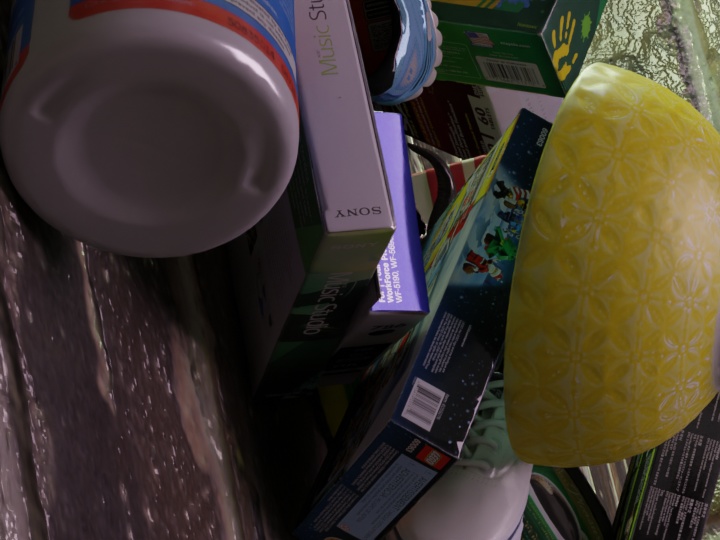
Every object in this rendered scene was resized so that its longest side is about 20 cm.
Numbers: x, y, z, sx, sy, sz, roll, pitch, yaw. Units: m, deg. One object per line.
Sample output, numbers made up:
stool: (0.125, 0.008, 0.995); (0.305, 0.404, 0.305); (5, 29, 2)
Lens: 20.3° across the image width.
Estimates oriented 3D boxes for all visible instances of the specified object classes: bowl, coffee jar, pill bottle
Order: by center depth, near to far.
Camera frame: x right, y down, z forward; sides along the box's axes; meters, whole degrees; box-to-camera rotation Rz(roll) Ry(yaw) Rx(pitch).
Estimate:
pill bottle: (-0.081, -0.110, 0.795); (0.201, 0.111, 0.113); (-93, 163, -46)
bowl: (0.149, 0.006, 0.982); (0.200, 0.107, 0.202); (11, 90, -71)
coffee jar: (0.073, 0.160, 1.134); (0.105, 0.085, 0.200); (58, 25, 6)

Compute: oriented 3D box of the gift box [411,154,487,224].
gift box: (0.103, 0.029, 1.343); (0.187, 0.183, 0.202); (43, 29, -73)

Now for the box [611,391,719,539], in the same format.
box: (0.197, 0.103, 1.237); (0.193, 0.047, 0.201); (97, 11, -71)

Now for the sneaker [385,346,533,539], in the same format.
sneaker: (0.058, 0.084, 1.033); (0.200, 0.072, 0.071); (-68, 165, -54)

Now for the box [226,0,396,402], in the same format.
box: (-0.032, -0.041, 0.925); (0.200, 0.036, 0.145); (114, -33, -65)

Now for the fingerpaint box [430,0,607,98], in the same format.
fingerpaint box: (0.061, -0.209, 1.275); (0.168, 0.199, 0.073); (-66, 150, -22)

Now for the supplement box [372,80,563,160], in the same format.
supplement box: (0.065, -0.145, 1.461); (0.200, 0.061, 0.109); (30, -33, 56)

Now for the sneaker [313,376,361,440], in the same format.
sneaker: (0.000, 0.000, 1.120); (0.078, 0.085, 0.202); (-65, 137, -74)

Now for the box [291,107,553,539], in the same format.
box: (0.039, 0.033, 0.992); (0.201, 0.037, 0.137); (-65, -174, -35)

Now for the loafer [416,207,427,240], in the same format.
loafer: (-0.010, -0.076, 1.209); (0.200, 0.070, 0.073); (61, 17, -50)

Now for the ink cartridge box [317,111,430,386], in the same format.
ink cartridge box: (-0.004, -0.010, 0.972); (0.200, 0.039, 0.100); (132, -49, -72)

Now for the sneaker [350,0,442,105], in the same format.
sneaker: (-0.003, -0.191, 1.148); (0.090, 0.078, 0.202); (-44, 116, -73)

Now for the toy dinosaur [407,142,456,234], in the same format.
toy dinosaur: (0.065, 0.022, 1.195); (0.201, 0.077, 0.102); (53, -5, 12)
